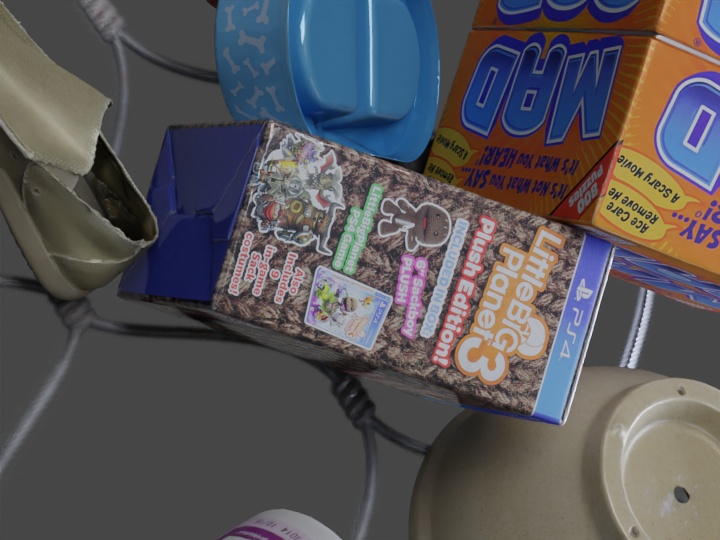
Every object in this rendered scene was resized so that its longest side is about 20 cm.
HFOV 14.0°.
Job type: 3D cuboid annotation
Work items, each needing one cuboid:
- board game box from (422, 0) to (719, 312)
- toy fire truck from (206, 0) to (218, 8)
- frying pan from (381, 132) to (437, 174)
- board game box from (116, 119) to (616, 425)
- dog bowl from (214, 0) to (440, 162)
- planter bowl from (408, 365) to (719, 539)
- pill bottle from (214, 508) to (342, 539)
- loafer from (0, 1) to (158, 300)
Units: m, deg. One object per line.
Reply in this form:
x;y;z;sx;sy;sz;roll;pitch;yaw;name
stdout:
0.185;-0.094;1.576;0.199;0.200;0.201;20;86;-25;board game box
-0.052;-0.226;1.634;0.168;0.112;0.201;17;55;-48;toy fire truck
0.020;-0.061;1.641;0.115;0.031;0.191;-32;89;-38;frying pan
0.000;0.000;1.503;0.199;0.159;0.097;19;85;-21;board game box
-0.017;-0.114;1.544;0.200;0.049;0.112;2;86;-66;dog bowl
0.144;0.135;1.554;0.199;0.135;0.201;13;63;-26;planter bowl
-0.088;0.204;1.399;0.200;0.112;0.113;-29;84;-37;pill bottle
-0.161;-0.077;1.465;0.076;0.068;0.200;-80;148;-51;loafer
